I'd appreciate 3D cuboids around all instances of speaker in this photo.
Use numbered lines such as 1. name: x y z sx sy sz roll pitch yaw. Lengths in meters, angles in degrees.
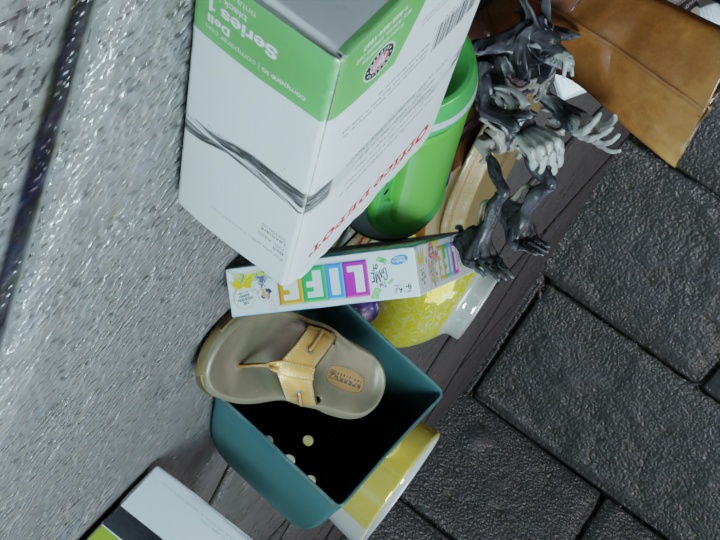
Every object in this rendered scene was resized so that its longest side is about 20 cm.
1. speaker: 0.026 -0.091 0.912 0.089 0.088 0.200 -50 170 -20

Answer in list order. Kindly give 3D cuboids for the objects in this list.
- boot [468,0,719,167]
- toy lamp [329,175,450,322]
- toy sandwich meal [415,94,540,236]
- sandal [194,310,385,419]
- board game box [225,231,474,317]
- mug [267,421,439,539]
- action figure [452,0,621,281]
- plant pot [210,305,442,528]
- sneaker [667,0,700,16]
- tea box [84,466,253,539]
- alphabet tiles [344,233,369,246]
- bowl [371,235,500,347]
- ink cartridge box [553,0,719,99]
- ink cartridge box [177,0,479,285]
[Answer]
1. boot: 0.159 -0.143 1.011 0.189 0.200 0.068 -58 169 25
2. toy lamp: 0.028 -0.042 1.152 0.058 0.058 0.200 -42 161 -50
3. toy sandwich meal: 0.099 -0.114 1.246 0.206 0.070 0.205 -58 169 -18
4. sandal: -0.041 0.076 1.045 0.200 0.054 0.081 21 87 -45
5. board game box: 0.000 0.000 0.994 0.200 0.134 0.034 -16 99 -73
6. mug: -0.009 0.178 1.460 0.187 0.153 0.149 -59 168 27
7. action figure: 0.122 -0.098 0.941 0.119 0.102 0.201 -20 128 -41
8. plant pot: -0.047 0.141 1.212 0.141 0.141 0.200 -45 173 -27
9. sneaker: 0.175 -0.191 1.058 0.076 0.088 0.200 -34 -167 -34
10. tea box: -0.189 0.303 1.098 0.197 0.133 0.200 -46 168 -35
11. alphabet tiles: -0.011 0.004 1.292 0.200 0.006 0.167 -45 166 -42
12. bowl: 0.077 0.008 1.384 0.200 0.107 0.200 -56 173 -10
13. ink cartridge box: 0.253 -0.219 1.180 0.199 0.041 0.200 -17 -161 8
14. ink cartridge box: -0.013 -0.106 0.676 0.146 0.084 0.200 -48 169 -30
